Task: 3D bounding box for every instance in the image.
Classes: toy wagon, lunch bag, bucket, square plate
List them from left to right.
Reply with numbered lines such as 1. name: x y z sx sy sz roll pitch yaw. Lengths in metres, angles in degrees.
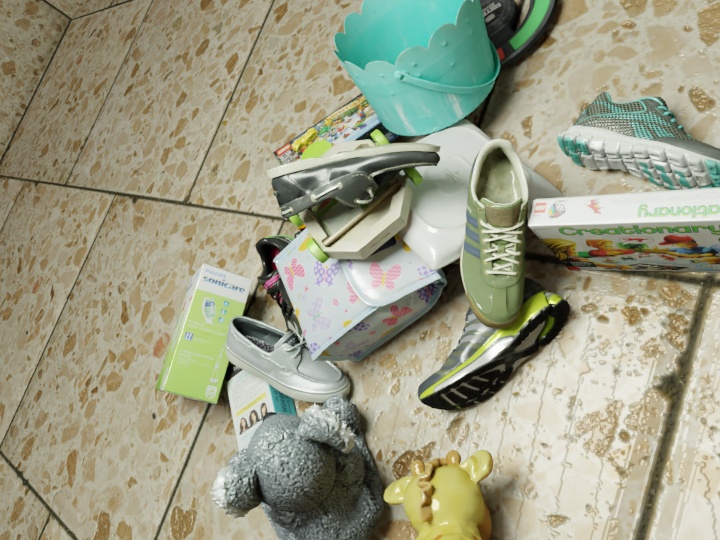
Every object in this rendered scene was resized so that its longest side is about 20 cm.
1. toy wagon: -0.021 -0.105 0.720 0.155 0.040 0.200 -39 54 5
2. lunch bag: 0.000 0.000 0.769 0.200 0.127 0.170 -38 61 26
3. bucket: 0.080 -0.291 0.784 0.207 0.135 0.207 -18 47 20
4. square plate: 0.113 -0.111 0.728 0.198 0.028 0.200 -29 53 -15

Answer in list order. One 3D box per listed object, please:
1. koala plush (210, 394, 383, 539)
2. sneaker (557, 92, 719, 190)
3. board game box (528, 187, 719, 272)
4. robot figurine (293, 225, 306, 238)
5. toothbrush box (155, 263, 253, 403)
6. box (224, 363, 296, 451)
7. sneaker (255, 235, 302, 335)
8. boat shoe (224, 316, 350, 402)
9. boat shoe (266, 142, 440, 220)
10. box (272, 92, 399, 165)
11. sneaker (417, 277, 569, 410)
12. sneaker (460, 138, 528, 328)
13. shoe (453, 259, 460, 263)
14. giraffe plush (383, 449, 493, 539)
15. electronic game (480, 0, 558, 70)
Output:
1. koala plush: -0.064 0.225 0.657 0.177 0.200 0.184 -29 56 -8
2. sneaker: 0.319 -0.150 0.640 0.200 0.078 0.091 32 87 42
3. board game box: 0.285 -0.035 0.574 0.200 0.126 0.035 1 70 40
4. robot figurine: -0.021 -0.106 0.905 0.200 0.058 0.145 -13 61 34
5. toothbrush box: -0.253 0.105 0.939 0.146 0.086 0.200 -22 51 65
6. box: -0.141 0.214 0.855 0.082 0.049 0.200 -36 51 20
7. sneaker: -0.114 0.034 0.885 0.077 0.084 0.200 -39 61 29
8. boat shoe: -0.106 0.119 0.814 0.201 0.070 0.072 19 124 21
9. boat shoe: -0.005 -0.103 0.658 0.200 0.072 0.068 -10 98 16
10. box: -0.033 -0.205 0.917 0.200 0.038 0.137 -34 36 0
11. sneaker: 0.144 0.085 0.679 0.200 0.074 0.081 -41 42 7
12. sneaker: 0.141 -0.044 0.612 0.067 0.090 0.200 0 77 7
13. shoe: 0.113 -0.039 0.775 0.200 0.053 0.070 9 95 45
14. giraffe plush: 0.084 0.274 0.581 0.172 0.200 0.162 -4 36 5
15. electronic game: 0.194 -0.375 0.869 0.200 0.042 0.200 -17 59 32
